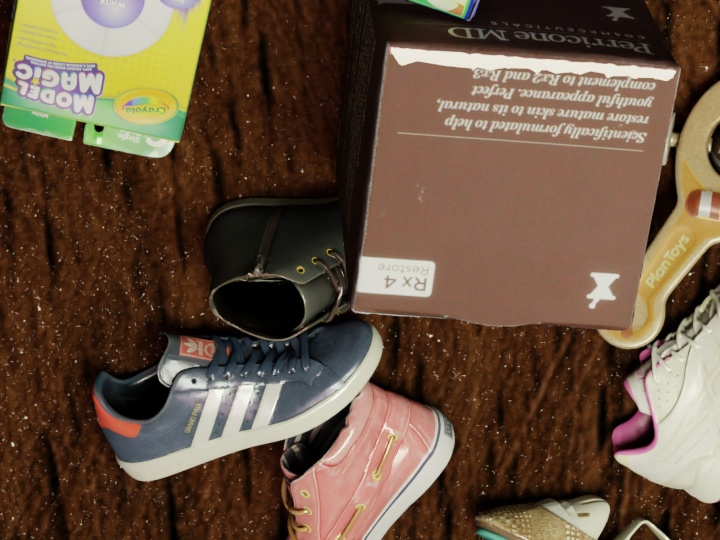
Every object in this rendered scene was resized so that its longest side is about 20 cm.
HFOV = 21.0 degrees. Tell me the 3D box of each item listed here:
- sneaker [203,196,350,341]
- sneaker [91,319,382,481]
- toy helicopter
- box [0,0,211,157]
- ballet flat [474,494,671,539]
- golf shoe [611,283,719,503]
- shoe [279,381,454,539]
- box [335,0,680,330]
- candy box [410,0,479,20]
[{"bbox_3d":[0.000,0.000,1.226,0.198,0.107,0.075,-6,118,0],"label":"sneaker"},{"bbox_3d":[-0.086,0.067,1.274,0.198,0.075,0.085,-24,121,9],"label":"sneaker"},{"bbox_3d":[0.208,-0.042,1.227,0.132,0.079,0.201,37,94,7],"label":"toy helicopter"},{"bbox_3d":[-0.149,-0.162,1.167,0.116,0.049,0.202,11,118,-8],"label":"box"},{"bbox_3d":[0.172,0.197,1.374,0.199,0.070,0.066,29,85,-20],"label":"ballet flat"},{"bbox_3d":[0.228,0.062,1.294,0.091,0.075,0.202,13,114,-4],"label":"golf shoe"},{"bbox_3d":[-0.029,0.159,1.321,0.091,0.072,0.201,29,107,-31],"label":"shoe"},{"bbox_3d":[0.076,-0.088,1.133,0.164,0.201,0.166,4,118,-7],"label":"box"},{"bbox_3d":[-0.007,-0.247,1.039,0.198,0.170,0.077,17,154,1],"label":"candy box"}]
